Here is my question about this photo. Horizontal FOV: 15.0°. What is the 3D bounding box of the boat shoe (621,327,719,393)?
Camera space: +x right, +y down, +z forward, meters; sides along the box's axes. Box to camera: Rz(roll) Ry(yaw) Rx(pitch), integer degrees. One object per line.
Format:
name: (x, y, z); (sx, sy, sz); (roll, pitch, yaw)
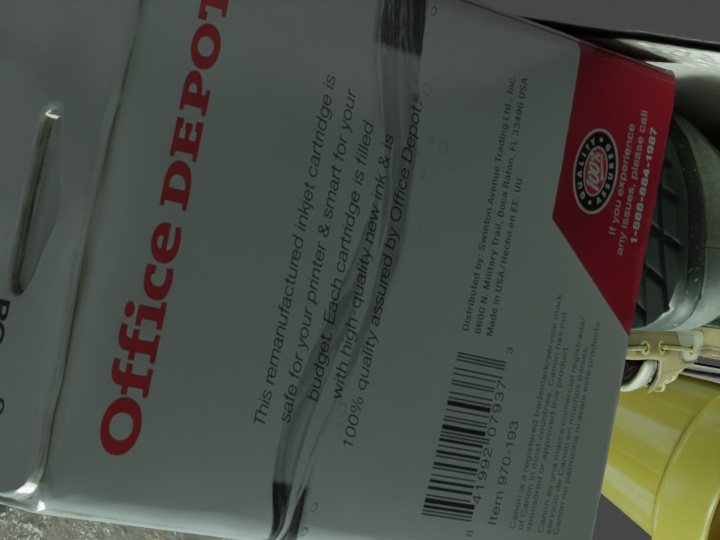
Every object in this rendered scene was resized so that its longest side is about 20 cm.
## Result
boat shoe: (0.153, 0.036, 1.569); (0.074, 0.067, 0.200); (9, 176, 38)

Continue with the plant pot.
plant pot: (0.325, 0.188, 2.764); (0.189, 0.201, 0.201); (28, -174, 30)

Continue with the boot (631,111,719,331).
boot: (0.139, -0.014, 0.861); (0.130, 0.068, 0.200); (6, -175, -1)

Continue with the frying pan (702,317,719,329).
frying pan: (0.186, 0.015, 1.404); (0.115, 0.031, 0.190); (12, 173, -27)

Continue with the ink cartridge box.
ink cartridge box: (-0.020, -0.004, 0.706); (0.083, 0.146, 0.200); (10, 177, 45)
